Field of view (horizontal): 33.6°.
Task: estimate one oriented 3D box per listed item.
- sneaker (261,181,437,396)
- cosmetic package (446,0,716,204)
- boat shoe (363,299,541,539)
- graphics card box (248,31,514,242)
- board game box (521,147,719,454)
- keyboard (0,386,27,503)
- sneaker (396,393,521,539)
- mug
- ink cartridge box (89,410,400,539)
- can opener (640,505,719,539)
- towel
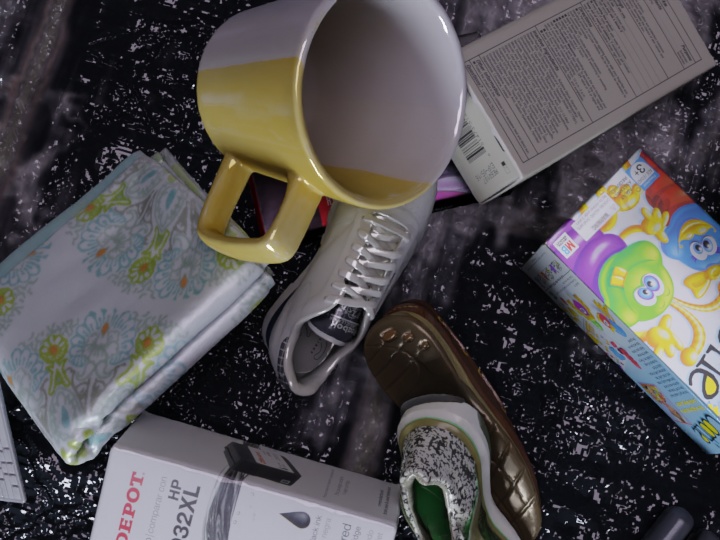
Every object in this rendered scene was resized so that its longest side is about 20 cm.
[{"bbox_3d":[0.000,0.000,0.855,0.076,0.081,0.200,26,102,-14],"label":"sneaker"},{"bbox_3d":[0.151,-0.143,0.878,0.200,0.073,0.104,-29,88,-24],"label":"cosmetic package"},{"bbox_3d":[0.078,0.108,0.869,0.072,0.068,0.200,-26,99,28],"label":"boat shoe"},{"bbox_3d":[0.009,-0.098,0.914,0.199,0.051,0.126,-12,81,-3],"label":"graphics card box"},{"bbox_3d":[0.230,0.026,0.869,0.103,0.105,0.200,-44,84,-7],"label":"board game box"},{"bbox_3d":[-0.278,0.071,0.865,0.011,0.056,0.201,-15,96,-38],"label":"keyboard"},{"bbox_3d":[0.060,0.189,0.821,0.077,0.089,0.201,-8,114,27],"label":"sneaker"},{"bbox_3d":[-0.045,-0.113,0.799,0.186,0.153,0.150,-37,120,-33],"label":"mug"},{"bbox_3d":[-0.085,0.202,0.831,0.199,0.084,0.146,16,100,2],"label":"ink cartridge box"},{"bbox_3d":[0.187,0.259,0.850,0.053,0.067,0.200,39,83,5],"label":"can opener"},{"bbox_3d":[-0.176,0.016,0.858,0.200,0.048,0.171,-43,52,-6],"label":"towel"}]
